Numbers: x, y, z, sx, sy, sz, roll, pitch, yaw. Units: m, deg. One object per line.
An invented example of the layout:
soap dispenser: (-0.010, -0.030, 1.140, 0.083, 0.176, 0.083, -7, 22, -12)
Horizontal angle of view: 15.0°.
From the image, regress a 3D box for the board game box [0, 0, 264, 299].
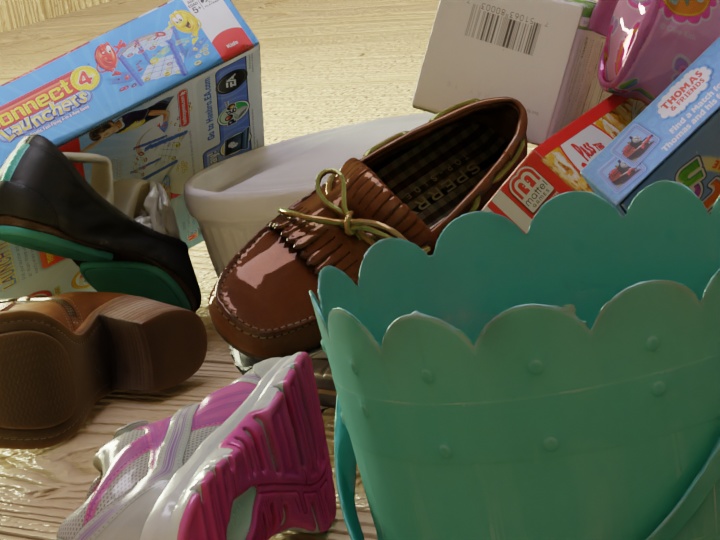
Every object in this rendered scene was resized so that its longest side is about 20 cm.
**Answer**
board game box: (-0.155, -0.063, 1.669, 0.195, 0.056, 0.200, -28, -25, -15)

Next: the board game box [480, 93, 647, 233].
board game box: (0.093, -0.018, 1.416, 0.152, 0.046, 0.200, -50, -7, 26)

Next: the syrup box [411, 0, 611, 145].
syrup box: (0.098, -0.118, 1.522, 0.078, 0.082, 0.200, 18, 9, 14)

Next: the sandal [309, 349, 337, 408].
sandal: (0.022, 0.065, 1.276, 0.080, 0.054, 0.200, -18, 15, -34)

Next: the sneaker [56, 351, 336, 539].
sneaker: (-0.071, 0.090, 1.183, 0.088, 0.082, 0.200, -5, 13, 21)

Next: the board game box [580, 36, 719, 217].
board game box: (0.212, -0.069, 1.302, 0.200, 0.151, 0.037, -44, 48, -2)

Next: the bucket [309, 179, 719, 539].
bucket: (0.085, 0.054, 1.073, 0.206, 0.136, 0.207, -11, 11, 2)

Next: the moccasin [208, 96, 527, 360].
moccasin: (0.008, -0.024, 1.364, 0.201, 0.074, 0.078, -29, -22, -25)

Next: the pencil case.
pencil case: (0.218, -0.098, 1.407, 0.199, 0.088, 0.087, 20, 8, -10)

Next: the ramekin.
ramekin: (0.000, -0.026, 1.622, 0.201, 0.095, 0.202, -11, 12, 2)

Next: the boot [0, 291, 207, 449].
boot: (-0.203, 0.046, 1.511, 0.155, 0.077, 0.199, 3, 16, 44)

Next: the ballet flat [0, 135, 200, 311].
ballet flat: (-0.144, -0.026, 1.578, 0.068, 0.069, 0.200, 5, -14, 26)

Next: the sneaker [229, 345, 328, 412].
sneaker: (0.000, 0.000, 1.434, 0.200, 0.074, 0.079, -47, -10, -42)
